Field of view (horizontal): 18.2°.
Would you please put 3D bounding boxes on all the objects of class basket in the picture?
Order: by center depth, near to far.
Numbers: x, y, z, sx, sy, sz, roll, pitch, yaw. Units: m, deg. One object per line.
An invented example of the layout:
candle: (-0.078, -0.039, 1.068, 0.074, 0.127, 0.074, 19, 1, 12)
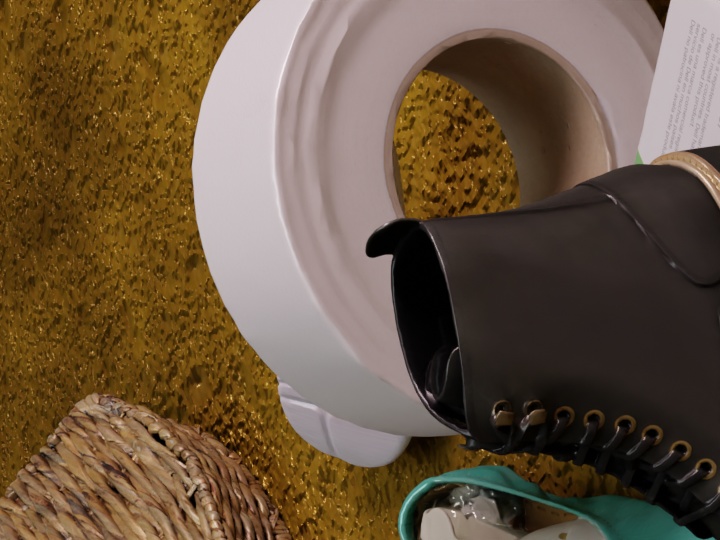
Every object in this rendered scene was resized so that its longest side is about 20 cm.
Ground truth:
basket: (-0.095, 0.175, 1.283, 0.143, 0.149, 0.200, -51, 43, 7)

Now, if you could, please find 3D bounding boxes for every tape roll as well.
tape roll: (0.038, -0.037, 0.878, 0.071, 0.202, 0.203, -13, 84, 60)

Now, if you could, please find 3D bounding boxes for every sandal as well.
sandal: (0.007, 0.002, 1.076, 0.079, 0.059, 0.207, 20, 127, 26)

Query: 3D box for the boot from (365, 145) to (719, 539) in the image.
boot: (0.089, 0.064, 0.701, 0.077, 0.138, 0.201, -53, 54, 52)

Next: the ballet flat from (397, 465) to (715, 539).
ballet flat: (0.079, 0.127, 0.965, 0.200, 0.070, 0.068, 10, 103, 59)

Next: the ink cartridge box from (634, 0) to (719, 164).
ink cartridge box: (0.180, 0.001, 0.753, 0.200, 0.087, 0.146, 46, 134, 49)
